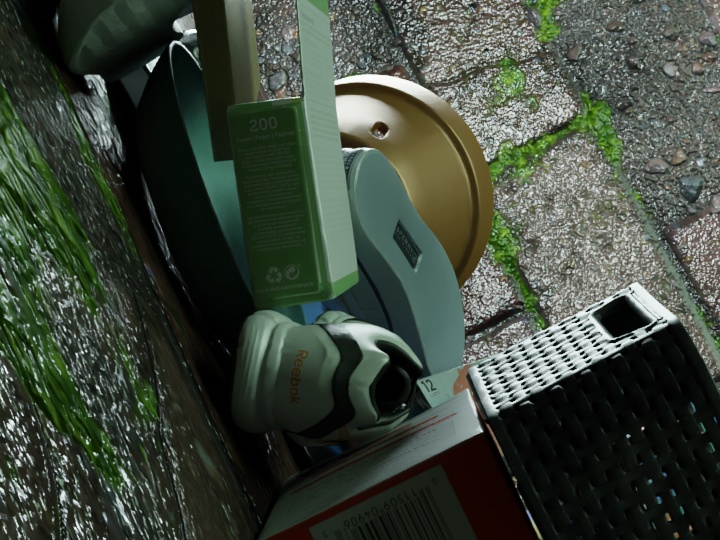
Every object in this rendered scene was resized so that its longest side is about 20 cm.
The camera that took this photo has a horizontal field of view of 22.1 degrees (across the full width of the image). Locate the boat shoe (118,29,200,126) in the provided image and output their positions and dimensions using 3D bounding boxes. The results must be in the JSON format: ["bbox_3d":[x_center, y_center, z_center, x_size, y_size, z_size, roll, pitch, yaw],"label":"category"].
[{"bbox_3d":[-0.107,-0.118,1.157,0.072,0.067,0.200,63,4,-8],"label":"boat shoe"}]

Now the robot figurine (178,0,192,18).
[{"bbox_3d":[-0.149,-0.245,1.103,0.201,0.112,0.170,64,33,-11],"label":"robot figurine"}]

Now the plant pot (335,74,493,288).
[{"bbox_3d":[-0.006,-0.046,1.428,0.202,0.199,0.140,63,18,-2],"label":"plant pot"}]

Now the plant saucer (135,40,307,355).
[{"bbox_3d":[-0.079,-0.027,1.015,0.200,0.036,0.202,-21,90,-85],"label":"plant saucer"}]

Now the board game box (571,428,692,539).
[{"bbox_3d":[0.210,0.188,1.161,0.201,0.045,0.152,60,41,-18],"label":"board game box"}]

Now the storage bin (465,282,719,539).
[{"bbox_3d":[0.133,0.121,0.818,0.201,0.093,0.135,64,2,-9],"label":"storage bin"}]

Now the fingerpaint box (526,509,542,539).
[{"bbox_3d":[0.144,0.272,1.214,0.168,0.073,0.200,60,1,-16],"label":"fingerpaint box"}]

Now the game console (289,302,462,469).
[{"bbox_3d":[-0.006,0.043,1.181,0.201,0.174,0.117,65,-26,25],"label":"game console"}]

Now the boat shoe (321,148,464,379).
[{"bbox_3d":[-0.002,0.003,1.139,0.202,0.085,0.075,58,43,-46],"label":"boat shoe"}]

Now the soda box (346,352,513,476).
[{"bbox_3d":[0.081,0.094,1.147,0.199,0.068,0.064,-13,66,-55],"label":"soda box"}]

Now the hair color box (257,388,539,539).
[{"bbox_3d":[0.019,0.114,0.861,0.064,0.110,0.200,63,2,-2],"label":"hair color box"}]

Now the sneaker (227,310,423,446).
[{"bbox_3d":[-0.002,0.061,0.947,0.200,0.079,0.075,3,94,-75],"label":"sneaker"}]

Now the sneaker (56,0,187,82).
[{"bbox_3d":[-0.144,-0.165,0.947,0.116,0.073,0.200,60,-6,-2],"label":"sneaker"}]

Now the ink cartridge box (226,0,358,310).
[{"bbox_3d":[-0.038,-0.085,0.977,0.146,0.047,0.202,-27,109,-84],"label":"ink cartridge box"}]

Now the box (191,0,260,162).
[{"bbox_3d":[-0.078,-0.178,0.998,0.164,0.021,0.202,-88,174,-70],"label":"box"}]
